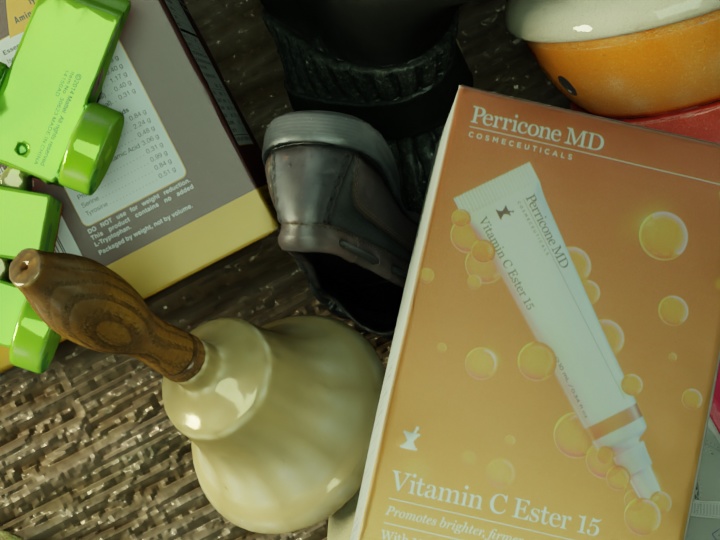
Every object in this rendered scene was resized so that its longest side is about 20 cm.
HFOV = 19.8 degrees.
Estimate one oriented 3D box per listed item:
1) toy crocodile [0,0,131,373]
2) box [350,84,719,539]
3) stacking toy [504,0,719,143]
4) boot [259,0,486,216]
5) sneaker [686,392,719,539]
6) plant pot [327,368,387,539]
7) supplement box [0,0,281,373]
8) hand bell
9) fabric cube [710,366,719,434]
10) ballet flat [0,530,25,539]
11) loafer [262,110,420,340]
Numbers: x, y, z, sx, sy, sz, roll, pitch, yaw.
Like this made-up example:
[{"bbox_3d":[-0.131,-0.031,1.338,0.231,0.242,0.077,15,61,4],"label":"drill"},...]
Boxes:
[{"bbox_3d":[-0.144,-0.024,0.860,0.067,0.062,0.200,17,89,0],"label":"toy crocodile"},{"bbox_3d":[0.073,0.044,0.832,0.124,0.097,0.201,12,79,0],"label":"box"},{"bbox_3d":[0.159,-0.059,0.960,0.146,0.146,0.200,-17,108,2],"label":"stacking toy"},{"bbox_3d":[0.032,-0.095,0.906,0.079,0.211,0.158,-30,111,-27],"label":"boot"},{"bbox_3d":[0.147,0.096,0.981,0.082,0.075,0.200,-41,92,1],"label":"sneaker"},{"bbox_3d":[0.059,0.141,0.947,0.187,0.187,0.201,-13,79,2],"label":"plant pot"},{"bbox_3d":[-0.165,-0.066,0.950,0.197,0.133,0.200,-27,92,3],"label":"supplement box"},{"bbox_3d":[-0.080,0.034,0.862,0.104,0.200,0.104,-13,62,27],"label":"hand bell"},{"bbox_3d":[0.297,0.067,0.885,0.199,0.200,0.197,-31,96,-17],"label":"fabric cube"},{"bbox_3d":[-0.214,0.221,1.001,0.071,0.071,0.200,31,93,-1],"label":"ballet flat"},{"bbox_3d":[0.000,0.000,0.921,0.072,0.200,0.063,-1,65,18],"label":"loafer"}]
